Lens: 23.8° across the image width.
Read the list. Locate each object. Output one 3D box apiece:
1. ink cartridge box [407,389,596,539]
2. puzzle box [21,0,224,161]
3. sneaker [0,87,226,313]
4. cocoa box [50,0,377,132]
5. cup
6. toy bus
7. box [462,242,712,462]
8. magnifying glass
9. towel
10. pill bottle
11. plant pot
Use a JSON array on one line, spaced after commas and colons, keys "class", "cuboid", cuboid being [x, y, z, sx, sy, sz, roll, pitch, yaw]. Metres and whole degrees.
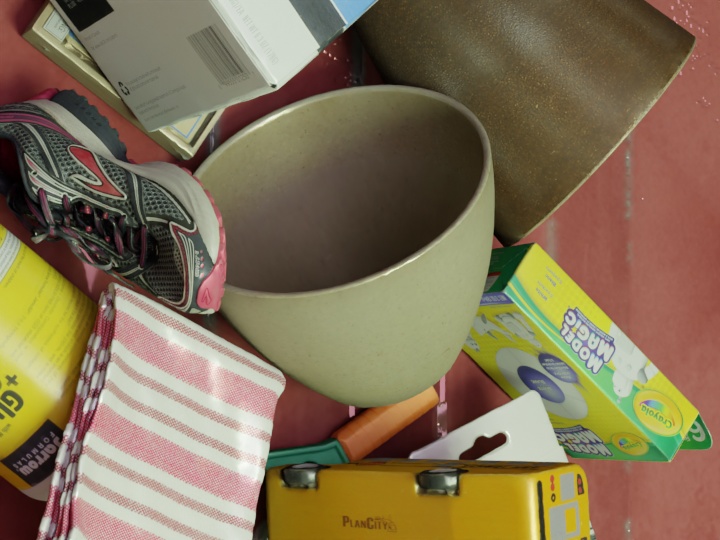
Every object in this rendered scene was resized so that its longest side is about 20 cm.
[{"class": "ink cartridge box", "cuboid": [0.096, 0.193, 1.158, 0.115, 0.068, 0.202, -24, 98, -25]}, {"class": "puzzle box", "cuboid": [-0.110, -0.189, 1.103, 0.133, 0.025, 0.201, 37, 71, -21]}, {"class": "sneaker", "cuboid": [-0.153, -0.032, 0.990, 0.074, 0.199, 0.081, -22, 136, -43]}, {"class": "cocoa box", "cuboid": [-0.081, -0.181, 0.991, 0.131, 0.200, 0.134, -42, 105, -23]}, {"class": "cup", "cuboid": [0.000, 0.000, 1.071, 0.200, 0.200, 0.144, -40, 132, -23]}, {"class": "toy bus", "cuboid": [0.036, 0.150, 1.045, 0.078, 0.199, 0.066, -5, 91, -52]}, {"class": "box", "cuboid": [0.141, 0.067, 1.161, 0.200, 0.117, 0.049, 42, 68, -19]}, {"class": "magnifying glass", "cuboid": [-0.029, 0.131, 1.126, 0.199, 0.022, 0.080, -34, 102, -25]}, {"class": "towel", "cuboid": [-0.108, 0.124, 0.963, 0.146, 0.030, 0.202, 31, 62, -43]}, {"class": "pill bottle", "cuboid": [-0.191, 0.062, 0.997, 0.200, 0.112, 0.112, 42, 70, -18]}, {"class": "plant pot", "cuboid": [0.085, -0.152, 1.129, 0.200, 0.187, 0.187, 42, 70, -4]}]
